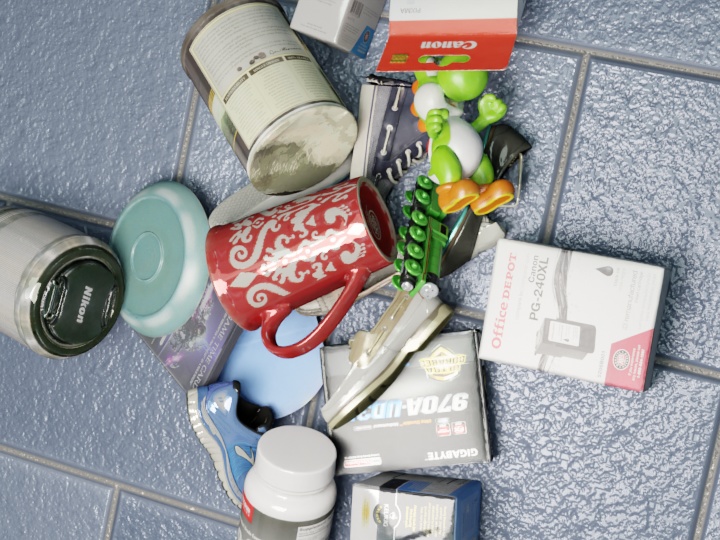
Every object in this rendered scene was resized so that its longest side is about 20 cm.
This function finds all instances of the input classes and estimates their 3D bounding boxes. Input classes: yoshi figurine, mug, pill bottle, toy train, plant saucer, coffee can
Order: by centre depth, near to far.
[{"bbox_3d":[0.119,-0.173,1.572,0.111,0.113,0.202,-17,71,2],"label":"yoshi figurine"},{"bbox_3d":[0.075,-0.038,1.596,0.056,0.201,0.042,29,128,-16],"label":"toy train"},{"bbox_3d":[-0.057,-0.005,1.608,0.198,0.133,0.179,-22,93,18],"label":"mug"},{"bbox_3d":[-0.112,-0.212,1.644,0.146,0.146,0.201,-40,60,14],"label":"coffee can"},{"bbox_3d":[-0.090,0.297,1.647,0.113,0.114,0.202,19,119,18],"label":"pill bottle"},{"bbox_3d":[-0.267,-0.016,1.747,0.199,0.027,0.203,-6,81,42],"label":"plant saucer"}]

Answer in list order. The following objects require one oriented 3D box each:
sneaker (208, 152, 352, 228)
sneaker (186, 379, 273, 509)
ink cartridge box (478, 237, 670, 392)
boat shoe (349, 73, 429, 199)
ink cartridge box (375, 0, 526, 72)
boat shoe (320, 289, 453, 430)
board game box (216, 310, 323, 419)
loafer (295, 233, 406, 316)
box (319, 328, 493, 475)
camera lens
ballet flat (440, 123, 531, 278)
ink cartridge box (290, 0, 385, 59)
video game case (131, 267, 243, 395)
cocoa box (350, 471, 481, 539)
[{"bbox_3d":[-0.090,-0.084,1.717,0.198,0.082,0.074,-27,40,2],"label":"sneaker"},{"bbox_3d":[-0.140,0.219,1.685,0.088,0.079,0.201,-21,121,5],"label":"sneaker"},{"bbox_3d":[0.247,0.050,1.583,0.198,0.083,0.147,10,93,18],"label":"ink cartridge box"},{"bbox_3d":[0.041,-0.136,1.659,0.092,0.075,0.203,6,93,12],"label":"boat shoe"},{"bbox_3d":[0.109,-0.312,1.589,0.160,0.201,0.050,2,136,19],"label":"ink cartridge box"},{"bbox_3d":[0.019,0.099,1.609,0.068,0.075,0.200,43,86,11],"label":"boat shoe"},{"bbox_3d":[-0.122,0.087,1.735,0.156,0.039,0.202,-15,87,12],"label":"board game box"},{"bbox_3d":[0.000,0.000,1.662,0.198,0.063,0.073,-22,89,7],"label":"loafer"},{"bbox_3d":[0.056,0.160,1.657,0.197,0.046,0.161,-6,88,12],"label":"box"},{"bbox_3d":[-0.412,0.013,1.745,0.199,0.159,0.162,22,97,38],"label":"camera lens"},{"bbox_3d":[0.150,-0.075,1.628,0.068,0.068,0.202,22,97,5],"label":"ballet flat"},{"bbox_3d":[-0.006,-0.371,1.653,0.067,0.116,0.202,22,96,17],"label":"ink cartridge box"},{"bbox_3d":[-0.225,0.053,1.730,0.200,0.019,0.144,43,113,36],"label":"video game case"},{"bbox_3d":[0.065,0.350,1.618,0.130,0.133,0.203,3,91,18],"label":"cocoa box"}]
